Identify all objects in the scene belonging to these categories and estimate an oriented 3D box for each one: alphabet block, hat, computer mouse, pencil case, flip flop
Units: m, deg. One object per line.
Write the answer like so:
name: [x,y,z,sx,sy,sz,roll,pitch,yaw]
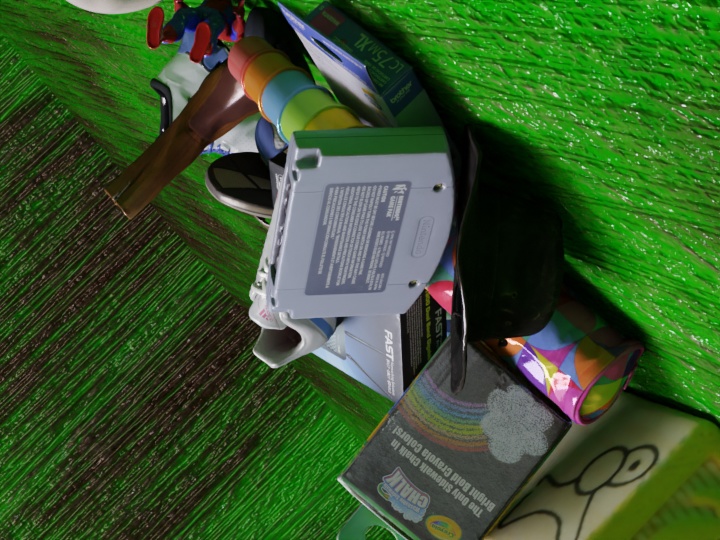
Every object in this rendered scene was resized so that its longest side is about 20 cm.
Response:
alphabet block: [0.237,0.237,1.599,0.196,0.195,0.200,46,173,-15]
hat: [0.108,-0.004,1.425,0.080,0.203,0.201,4,166,3]
computer mouse: [-0.052,-0.133,1.666,0.058,0.034,0.201,-1,118,61]
pencil case: [0.134,0.032,1.537,0.200,0.088,0.089,45,172,26]
flip flop: [-0.062,-0.061,1.831,0.199,0.058,0.081,8,-139,-41]

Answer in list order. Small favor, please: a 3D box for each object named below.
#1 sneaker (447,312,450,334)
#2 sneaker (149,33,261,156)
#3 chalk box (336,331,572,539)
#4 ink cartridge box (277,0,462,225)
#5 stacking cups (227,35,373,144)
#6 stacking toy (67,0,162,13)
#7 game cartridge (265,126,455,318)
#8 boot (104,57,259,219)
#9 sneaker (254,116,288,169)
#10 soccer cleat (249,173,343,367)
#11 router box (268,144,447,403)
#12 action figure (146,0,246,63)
sneaker: [0.080,0.064,1.931,0.200,0.082,0.074,36,166,43]
sneaker: [-0.145,-0.141,1.973,0.200,0.115,0.081,49,172,-15]
chalk box: [0.065,0.159,1.572,0.124,0.200,0.124,39,-176,4]
ink cartridge box: [0.018,-0.129,1.486,0.119,0.042,0.200,42,173,41]
stacking cups: [-0.048,-0.134,1.533,0.061,0.060,0.200,54,178,-42]
stacking toy: [-0.211,-0.319,1.557,0.201,0.145,0.146,62,-178,36]
game cartridge: [0.002,-0.036,1.471,0.201,0.132,0.042,103,156,-51]
boot: [-0.151,-0.128,1.768,0.069,0.200,0.188,50,171,-21]
sneaker: [-0.017,-0.098,1.754,0.200,0.075,0.088,38,155,23]
soccer cleat: [-0.052,-0.001,1.575,0.070,0.086,0.201,34,141,30]
router box: [0.000,0.000,1.648,0.149,0.062,0.201,28,138,35]
action figure: [-0.132,-0.214,1.650,0.065,0.052,0.200,13,-168,4]
